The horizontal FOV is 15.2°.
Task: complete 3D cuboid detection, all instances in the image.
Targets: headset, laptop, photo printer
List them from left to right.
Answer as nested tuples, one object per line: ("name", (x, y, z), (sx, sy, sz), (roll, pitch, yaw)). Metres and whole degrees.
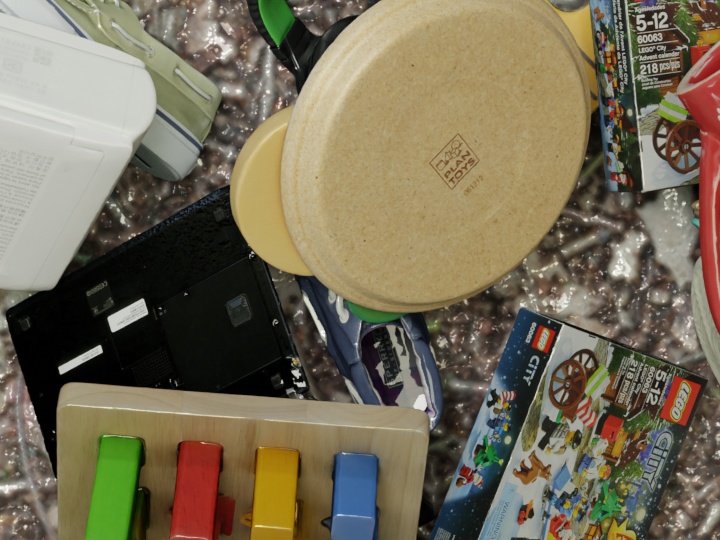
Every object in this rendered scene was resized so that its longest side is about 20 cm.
("photo printer", (-0.216, -0.062, 1.462), (0.166, 0.200, 0.070), (15, 57, -15))
("laptop", (-0.081, 0.080, 1.530), (0.177, 0.103, 0.200), (-28, 72, 26))
("headset", (0.014, -0.104, 1.511), (0.200, 0.123, 0.094), (44, 58, -25))

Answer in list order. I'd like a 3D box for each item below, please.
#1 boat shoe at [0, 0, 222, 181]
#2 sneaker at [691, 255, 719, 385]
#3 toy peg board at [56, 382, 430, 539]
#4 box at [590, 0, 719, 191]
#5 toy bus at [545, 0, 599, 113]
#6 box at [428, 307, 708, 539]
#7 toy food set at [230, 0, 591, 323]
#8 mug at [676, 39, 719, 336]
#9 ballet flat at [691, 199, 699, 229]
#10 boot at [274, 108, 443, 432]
("boat shoe", (-0.152, -0.124, 1.494), (0.200, 0.072, 0.062), (43, 67, -45))
("sneaker", (0.261, 0.068, 1.580), (0.084, 0.075, 0.200), (-25, 105, -4))
("toy peg board", (-0.070, 0.171, 1.476), (0.199, 0.098, 0.200), (5, 134, -1))
("box", (0.225, -0.125, 1.534), (0.200, 0.038, 0.137), (-10, 98, -28))
("toy bus", (0.070, -0.174, 1.544), (0.200, 0.065, 0.078), (45, 90, -8))
("box", (0.111, 0.134, 1.547), (0.137, 0.038, 0.200), (20, 92, -43))
("toy food set", (0.039, -0.065, 1.453), (0.198, 0.049, 0.200), (28, 96, -38))
("mug", (0.259, -0.040, 1.436), (0.178, 0.133, 0.200), (-43, 98, -26))
("ballet flat", (0.267, -0.009, 1.549), (0.200, 0.071, 0.065), (33, 97, -38))
("boot", (0.000, 0.000, 1.534), (0.073, 0.090, 0.200), (-24, 96, -4))
